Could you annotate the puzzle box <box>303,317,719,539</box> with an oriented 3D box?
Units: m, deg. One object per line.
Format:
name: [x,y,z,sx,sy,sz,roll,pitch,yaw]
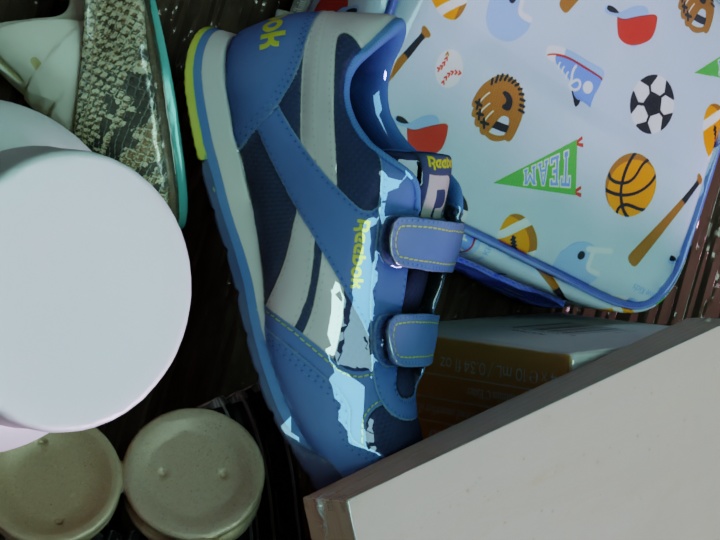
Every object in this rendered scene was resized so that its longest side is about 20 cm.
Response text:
puzzle box: [0.073,0.108,1.012,0.200,0.025,0.133,-21,105,-38]

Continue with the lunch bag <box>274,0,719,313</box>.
lunch bag: [0.055,-0.071,1.121,0.200,0.076,0.160,24,82,-35]

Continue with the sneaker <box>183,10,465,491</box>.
sneaker: [0.000,0.000,1.003,0.074,0.082,0.200,-3,76,-78]

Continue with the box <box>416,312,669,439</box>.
box: [0.082,0.122,1.123,0.097,0.124,0.200,-4,95,-35]

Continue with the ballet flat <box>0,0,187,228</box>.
ballet flat: [-0.101,-0.110,1.021,0.075,0.068,0.200,0,88,-14]

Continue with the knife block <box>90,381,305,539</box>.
knife block: [-0.043,0.147,1.067,0.200,0.064,0.176,44,57,-42]

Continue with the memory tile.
memory tile: [-0.127,0.122,0.957,0.200,0.017,0.153,-4,64,-7]

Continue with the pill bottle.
pill bottle: [-0.142,-0.001,0.907,0.113,0.200,0.113,-3,95,-35]
